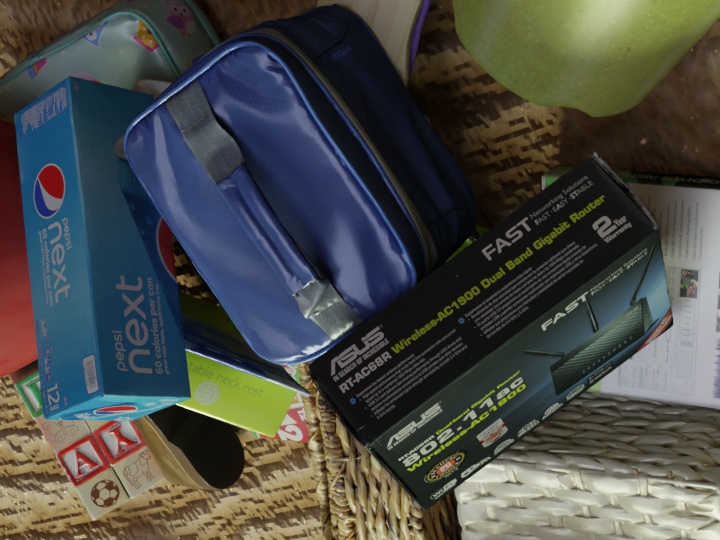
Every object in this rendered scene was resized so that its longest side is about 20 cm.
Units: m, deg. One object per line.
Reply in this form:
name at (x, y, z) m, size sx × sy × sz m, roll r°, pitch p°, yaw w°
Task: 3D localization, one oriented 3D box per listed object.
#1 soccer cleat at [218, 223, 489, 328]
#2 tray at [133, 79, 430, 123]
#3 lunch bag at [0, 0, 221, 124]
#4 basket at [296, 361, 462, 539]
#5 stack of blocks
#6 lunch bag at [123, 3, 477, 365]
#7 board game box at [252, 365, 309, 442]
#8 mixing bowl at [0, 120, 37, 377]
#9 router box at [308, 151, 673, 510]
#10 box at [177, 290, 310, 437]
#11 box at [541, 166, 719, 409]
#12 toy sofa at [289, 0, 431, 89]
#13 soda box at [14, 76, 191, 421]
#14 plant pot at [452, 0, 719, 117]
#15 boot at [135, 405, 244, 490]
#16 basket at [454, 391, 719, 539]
soccer cleat at (0.000, 0.000, 0.971) m, size 0.200 × 0.081 × 0.068 m, roll -10°, pitch 99°, yaw -10°
tray at (-0.058, -0.066, 0.952) m, size 0.200 × 0.022 × 0.107 m, roll 5°, pitch 124°, yaw -14°
lunch bag at (-0.171, -0.099, 1.021) m, size 0.200 × 0.077 × 0.160 m, roll -22°, pitch 108°, yaw 35°
basket at (0.000, 0.134, 0.992) m, size 0.149 × 0.143 × 0.200 m, roll 4°, pitch 117°, yaw 22°
stack of blocks at (-0.215, 0.095, 1.061) m, size 0.115 × 0.059 × 0.200 m, roll 64°, pitch 168°, yaw -18°
lunch bag at (-0.033, -0.042, 0.832) m, size 0.136 × 0.132 × 0.200 m, roll -32°, pitch 94°, yaw 33°
board game box at (0.001, 0.090, 1.074) m, size 0.200 × 0.030 × 0.096 m, roll 2°, pitch 117°, yaw 23°
mixing bowl at (-0.236, -0.020, 0.956) m, size 0.108 × 0.200 × 0.200 m, roll -9°, pitch 119°, yaw -13°
router box at (0.082, 0.042, 0.813) m, size 0.200 × 0.150 × 0.062 m, roll -37°, pitch 62°, yaw -1°
box at (-0.125, 0.054, 0.995) m, size 0.122 × 0.200 × 0.048 m, roll 22°, pitch 96°, yaw -26°
box at (0.212, 0.013, 0.897) m, size 0.200 × 0.036 × 0.145 m, roll 6°, pitch 106°, yaw 22°
toy sofa at (0.025, -0.211, 0.853) m, size 0.098 × 0.083 × 0.200 m, roll 28°, pitch 126°, yaw 14°
soda box at (-0.159, -0.012, 0.869) m, size 0.064 × 0.068 × 0.200 m, roll -22°, pitch 70°, yaw 41°
plant pot at (0.140, -0.190, 0.759) m, size 0.200 × 0.200 × 0.184 m, roll 34°, pitch 139°, yaw 6°
boot at (-0.175, 0.095, 1.142) m, size 0.075 × 0.074 × 0.200 m, roll -13°, pitch 112°, yaw 45°
basket at (0.171, 0.148, 0.957) m, size 0.200 × 0.123 × 0.136 m, roll 3°, pitch 118°, yaw 25°
